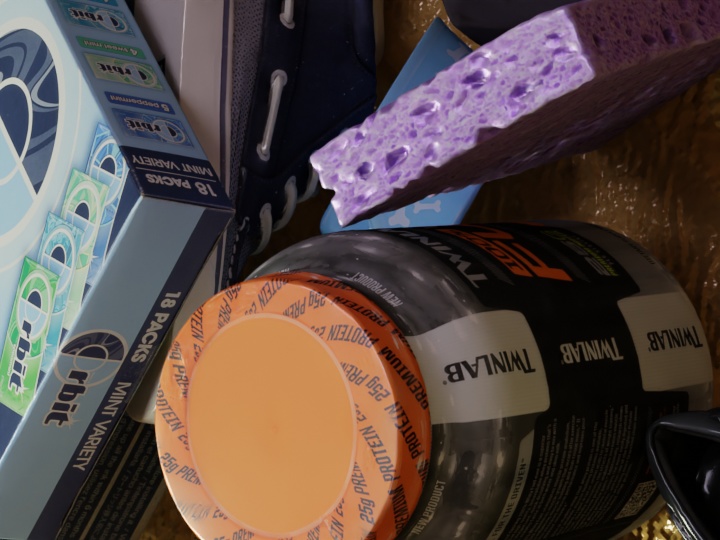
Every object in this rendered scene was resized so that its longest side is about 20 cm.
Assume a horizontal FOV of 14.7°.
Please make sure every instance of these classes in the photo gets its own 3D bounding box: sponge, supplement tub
[{"bbox_3d":[0.076,-0.066,0.972,0.111,0.200,0.030,-31,84,31],"label":"sponge"},{"bbox_3d":[0.027,0.045,0.954,0.122,0.200,0.123,2,94,33],"label":"supplement tub"}]

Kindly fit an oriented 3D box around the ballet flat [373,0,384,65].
[{"bbox_3d":[-0.037,-0.093,1.174,0.200,0.068,0.072,-46,74,1],"label":"ballet flat"}]

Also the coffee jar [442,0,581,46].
[{"bbox_3d":[0.077,-0.185,1.085,0.104,0.085,0.201,-16,64,32],"label":"coffee jar"}]

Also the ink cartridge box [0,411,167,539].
[{"bbox_3d":[-0.148,0.044,1.207,0.165,0.075,0.200,-60,35,16],"label":"ink cartridge box"}]

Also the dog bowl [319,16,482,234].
[{"bbox_3d":[0.000,0.000,1.086,0.049,0.111,0.200,31,100,0],"label":"dog bowl"}]

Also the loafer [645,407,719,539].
[{"bbox_3d":[0.164,0.109,0.903,0.201,0.070,0.068,42,105,44],"label":"loafer"}]

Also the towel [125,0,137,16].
[{"bbox_3d":[-0.138,-0.130,1.198,0.200,0.048,0.112,-9,60,40],"label":"towel"}]

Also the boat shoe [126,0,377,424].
[{"bbox_3d":[-0.041,-0.036,1.089,0.075,0.092,0.201,-10,74,62],"label":"boat shoe"}]

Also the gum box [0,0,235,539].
[{"bbox_3d":[-0.134,-0.024,1.092,0.170,0.044,0.200,-59,41,29],"label":"gum box"}]
